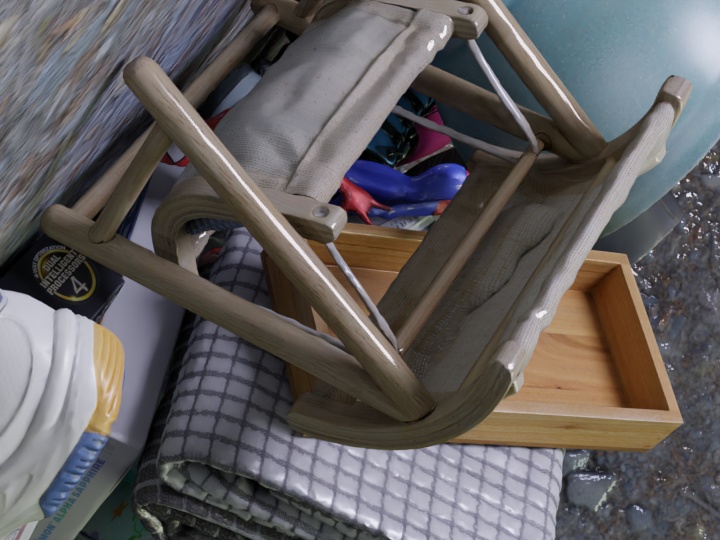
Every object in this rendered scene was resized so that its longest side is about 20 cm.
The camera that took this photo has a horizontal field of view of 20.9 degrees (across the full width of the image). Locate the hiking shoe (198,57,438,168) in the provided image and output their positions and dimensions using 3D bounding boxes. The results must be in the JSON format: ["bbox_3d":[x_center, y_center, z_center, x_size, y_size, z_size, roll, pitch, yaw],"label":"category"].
[{"bbox_3d":[0.000,-0.079,1.098,0.200,0.087,0.074,-20,162,-37],"label":"hiking shoe"}]

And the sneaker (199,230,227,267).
[{"bbox_3d":[-0.106,-0.014,1.167,0.098,0.071,0.200,-43,176,5],"label":"sneaker"}]

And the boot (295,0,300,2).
[{"bbox_3d":[0.037,-0.205,0.998,0.200,0.066,0.165,-47,180,3],"label":"boot"}]

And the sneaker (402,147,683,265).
[{"bbox_3d":[0.093,-0.025,1.200,0.200,0.106,0.075,-25,-154,25],"label":"sneaker"}]

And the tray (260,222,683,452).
[{"bbox_3d":[0.054,0.033,0.936,0.037,0.199,0.099,-49,-134,45],"label":"tray"}]

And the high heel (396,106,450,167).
[{"bbox_3d":[0.001,-0.062,1.174,0.200,0.096,0.067,1,138,-48],"label":"high heel"}]

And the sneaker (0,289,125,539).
[{"bbox_3d":[-0.167,0.084,0.706,0.200,0.088,0.075,-56,-158,19],"label":"sneaker"}]

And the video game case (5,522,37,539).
[{"bbox_3d":[-0.231,0.169,0.809,0.200,0.018,0.143,-29,164,-34],"label":"video game case"}]

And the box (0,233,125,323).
[{"bbox_3d":[-0.197,0.091,0.878,0.200,0.049,0.161,-50,-176,41],"label":"box"}]

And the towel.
[{"bbox_3d":[-0.002,0.085,0.946,0.086,0.200,0.166,-54,-165,40],"label":"towel"}]

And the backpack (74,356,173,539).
[{"bbox_3d":[-0.068,0.106,1.096,0.200,0.151,0.177,-46,-158,-18],"label":"backpack"}]

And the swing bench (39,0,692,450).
[{"bbox_3d":[0.008,-0.046,0.850,0.199,0.200,0.130,-52,-179,-40],"label":"swing bench"}]

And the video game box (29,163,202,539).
[{"bbox_3d":[-0.143,0.057,1.010,0.182,0.047,0.200,-54,-163,42],"label":"video game box"}]

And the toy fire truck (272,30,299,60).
[{"bbox_3d":[0.018,-0.139,1.228,0.141,0.049,0.200,-1,139,-46],"label":"toy fire truck"}]

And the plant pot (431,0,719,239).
[{"bbox_3d":[0.108,-0.131,1.031,0.200,0.134,0.200,-46,-161,21],"label":"plant pot"}]

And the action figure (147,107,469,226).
[{"bbox_3d":[-0.011,-0.042,0.967,0.065,0.199,0.052,160,-55,-68],"label":"action figure"}]

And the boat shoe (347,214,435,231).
[{"bbox_3d":[0.000,0.000,1.114,0.072,0.071,0.200,-27,-173,-12],"label":"boat shoe"}]
